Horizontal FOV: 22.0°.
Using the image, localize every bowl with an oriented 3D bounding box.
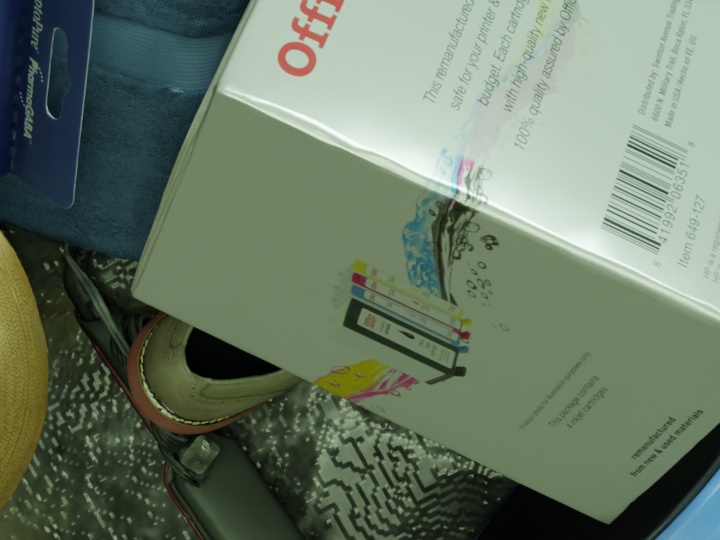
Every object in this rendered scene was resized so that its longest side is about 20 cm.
[{"bbox_3d":[0.106,0.097,0.730,0.201,0.201,0.039,-44,97,8],"label":"bowl"}]

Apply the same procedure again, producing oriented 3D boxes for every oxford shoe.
[{"bbox_3d":[0.000,0.000,0.749,0.200,0.075,0.071,-38,93,-20],"label":"oxford shoe"}]

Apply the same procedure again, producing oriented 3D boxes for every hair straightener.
[{"bbox_3d":[-0.070,0.064,0.792,0.041,0.077,0.201,-29,96,-18],"label":"hair straightener"}]

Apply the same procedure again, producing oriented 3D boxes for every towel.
[{"bbox_3d":[-0.101,-0.097,0.724,0.111,0.049,0.201,19,130,2],"label":"towel"}]

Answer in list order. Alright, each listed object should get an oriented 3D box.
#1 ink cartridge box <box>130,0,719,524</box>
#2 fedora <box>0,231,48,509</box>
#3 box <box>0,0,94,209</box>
[{"bbox_3d":[0.045,-0.036,0.654,0.199,0.145,0.148,26,56,-4],"label":"ink cartridge box"},{"bbox_3d":[-0.206,0.023,0.737,0.200,0.082,0.202,4,106,14],"label":"fedora"},{"bbox_3d":[-0.184,-0.112,0.708,0.200,0.032,0.121,34,133,22],"label":"box"}]
